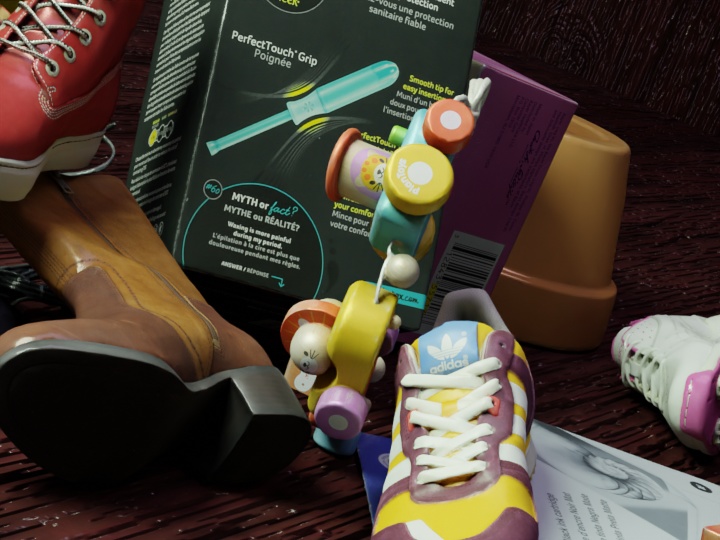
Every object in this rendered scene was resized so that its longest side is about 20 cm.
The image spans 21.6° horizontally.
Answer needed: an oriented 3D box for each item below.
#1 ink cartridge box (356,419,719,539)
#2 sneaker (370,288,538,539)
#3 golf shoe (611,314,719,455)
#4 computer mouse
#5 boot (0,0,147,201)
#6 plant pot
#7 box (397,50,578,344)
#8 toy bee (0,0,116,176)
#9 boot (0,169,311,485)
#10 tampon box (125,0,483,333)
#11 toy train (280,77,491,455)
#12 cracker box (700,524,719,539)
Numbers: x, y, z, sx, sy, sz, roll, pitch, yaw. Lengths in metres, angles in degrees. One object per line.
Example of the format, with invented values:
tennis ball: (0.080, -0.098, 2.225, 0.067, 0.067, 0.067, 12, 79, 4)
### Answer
ink cartridge box: (0.102, 0.124, 0.893, 0.199, 0.041, 0.200, 18, 14, -11)
sneaker: (0.038, 0.073, 0.808, 0.074, 0.091, 0.200, -8, 16, 6)
golf shoe: (0.203, 0.070, 1.223, 0.091, 0.076, 0.200, 8, 9, 13)
computer mouse: (-0.172, 0.012, 0.932, 0.058, 0.034, 0.200, 21, 13, 6)
boot: (-0.146, -0.113, 0.865, 0.072, 0.145, 0.200, 29, 16, 5)
plant pot: (0.106, -0.048, 1.354, 0.199, 0.141, 0.200, 20, 13, -5)
box: (0.009, -0.071, 1.204, 0.096, 0.177, 0.200, 15, 13, -45)
toy bee: (-0.247, -0.145, 1.223, 0.198, 0.109, 0.131, 5, 43, 18)
boot: (-0.129, 0.002, 0.850, 0.188, 0.069, 0.200, 7, 36, -49)
tampon box: (-0.037, -0.075, 1.045, 0.149, 0.202, 0.126, 16, -12, -22)
toy train: (0.000, 0.000, 0.885, 0.055, 0.201, 0.150, 20, 15, 2)
cracker box: (0.240, 0.145, 0.776, 0.133, 0.058, 0.199, 17, 8, 40)
